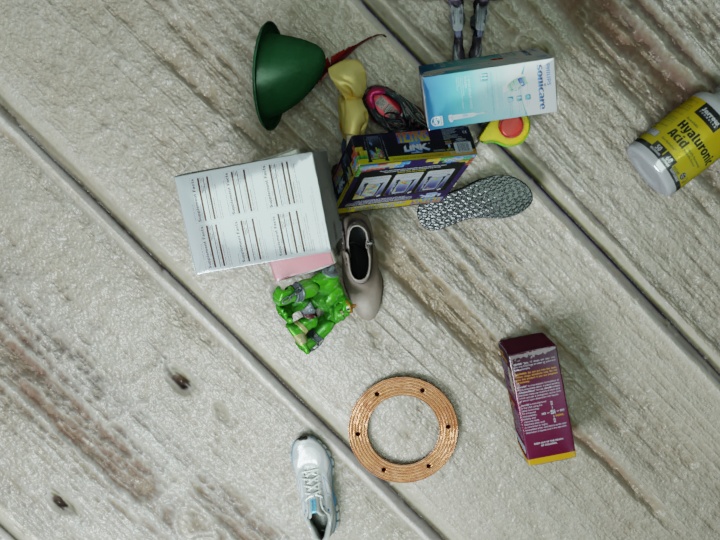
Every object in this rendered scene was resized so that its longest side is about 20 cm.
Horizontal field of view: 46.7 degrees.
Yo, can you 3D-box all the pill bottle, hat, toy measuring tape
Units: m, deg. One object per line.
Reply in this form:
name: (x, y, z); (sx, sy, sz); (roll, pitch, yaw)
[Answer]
pill bottle: (0.556, -0.225, 1.387); (0.200, 0.111, 0.111); (-39, 96, 5)
hat: (-0.065, -0.323, 1.344); (0.176, 0.166, 0.200); (4, 80, 11)
toy measuring tape: (0.230, -0.212, 1.416); (0.074, 0.074, 0.200); (34, 97, -4)

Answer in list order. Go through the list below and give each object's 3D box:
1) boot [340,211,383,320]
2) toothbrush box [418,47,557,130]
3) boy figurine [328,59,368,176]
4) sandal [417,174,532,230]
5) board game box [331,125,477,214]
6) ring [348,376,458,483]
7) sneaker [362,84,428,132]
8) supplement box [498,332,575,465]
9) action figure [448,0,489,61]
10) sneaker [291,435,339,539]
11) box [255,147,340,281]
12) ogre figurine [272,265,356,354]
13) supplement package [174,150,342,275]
boot: (0.000, 0.000, 1.410); (0.070, 0.146, 0.200); (-11, 98, 1)
toothbrush box: (0.196, -0.287, 1.309); (0.200, 0.146, 0.085); (-6, 110, 5)
boy figurine: (-0.019, -0.244, 1.374); (0.064, 0.124, 0.200); (-3, 122, -2)
sandal: (0.197, -0.121, 1.446); (0.200, 0.048, 0.075); (-10, 99, 15)
board game box: (0.062, -0.159, 1.334); (0.200, 0.165, 0.057); (-8, 71, -20)
ring: (0.078, 0.288, 1.517); (0.200, 0.019, 0.201); (0, 98, 2)
sneaker: (0.084, -0.238, 1.411); (0.200, 0.075, 0.081); (33, 97, -5)
supplement box: (0.307, 0.221, 1.456); (0.085, 0.110, 0.200); (-12, 98, 2)
action figure: (0.177, -0.351, 1.397); (0.130, 0.069, 0.200); (-2, 102, -5)
sneaker: (-0.079, 0.398, 1.502); (0.075, 0.087, 0.200); (-14, 97, 4)
box: (-0.117, -0.097, 1.408); (0.109, 0.128, 0.200); (-18, 97, 5)
ogre figurine: (-0.077, 0.061, 1.421); (0.120, 0.098, 0.200); (-37, 130, -11)
supplement package: (-0.143, -0.091, 1.248); (0.200, 0.191, 0.147); (-10, 97, 6)
